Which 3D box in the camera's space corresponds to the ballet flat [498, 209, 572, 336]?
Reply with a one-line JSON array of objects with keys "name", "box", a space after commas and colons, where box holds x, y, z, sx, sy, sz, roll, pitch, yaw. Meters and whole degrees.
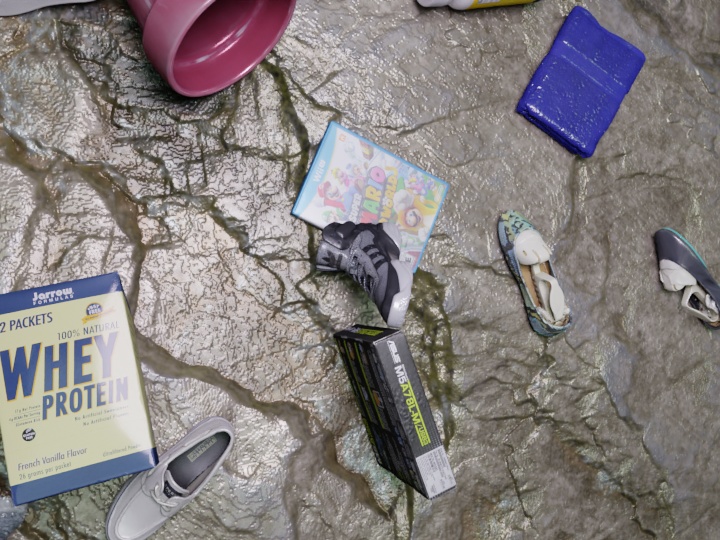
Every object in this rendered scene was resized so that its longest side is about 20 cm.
[{"name": "ballet flat", "box": [0.267, 0.001, 1.035, 0.074, 0.074, 0.202, -25, 95, -17]}]

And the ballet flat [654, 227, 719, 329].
[{"name": "ballet flat", "box": [0.534, 0.021, 1.121, 0.200, 0.073, 0.073, 45, 76, -13]}]

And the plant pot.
[{"name": "plant pot", "box": [-0.205, -0.348, 0.846, 0.199, 0.200, 0.180, -38, 83, -16]}]

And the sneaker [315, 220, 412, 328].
[{"name": "sneaker", "box": [0.000, 0.000, 0.883, 0.112, 0.201, 0.076, 7, 122, -10]}]

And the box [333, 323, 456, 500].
[{"name": "box", "box": [0.038, 0.172, 0.889, 0.047, 0.193, 0.202, -20, 93, -14]}]

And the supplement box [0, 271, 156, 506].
[{"name": "supplement box", "box": [-0.308, 0.131, 0.762, 0.133, 0.200, 0.202, -11, 80, -18]}]

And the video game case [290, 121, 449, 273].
[{"name": "video game case", "box": [0.017, -0.102, 0.985, 0.198, 0.018, 0.145, 25, 81, -15]}]

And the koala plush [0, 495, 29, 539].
[{"name": "koala plush", "box": [-0.477, 0.300, 0.741, 0.198, 0.183, 0.179, 26, 80, -27]}]

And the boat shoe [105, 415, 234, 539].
[{"name": "boat shoe", "box": [-0.234, 0.266, 0.863, 0.199, 0.066, 0.072, -40, 99, -16]}]

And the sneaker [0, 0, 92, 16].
[{"name": "sneaker", "box": [-0.409, -0.380, 0.844, 0.197, 0.073, 0.113, -6, 70, -9]}]

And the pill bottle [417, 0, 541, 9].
[{"name": "pill bottle", "box": [0.180, -0.441, 1.003, 0.197, 0.114, 0.116, -12, 91, -18]}]

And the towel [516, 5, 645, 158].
[{"name": "towel", "box": [0.344, -0.292, 1.087, 0.147, 0.050, 0.201, 33, 79, -6]}]
